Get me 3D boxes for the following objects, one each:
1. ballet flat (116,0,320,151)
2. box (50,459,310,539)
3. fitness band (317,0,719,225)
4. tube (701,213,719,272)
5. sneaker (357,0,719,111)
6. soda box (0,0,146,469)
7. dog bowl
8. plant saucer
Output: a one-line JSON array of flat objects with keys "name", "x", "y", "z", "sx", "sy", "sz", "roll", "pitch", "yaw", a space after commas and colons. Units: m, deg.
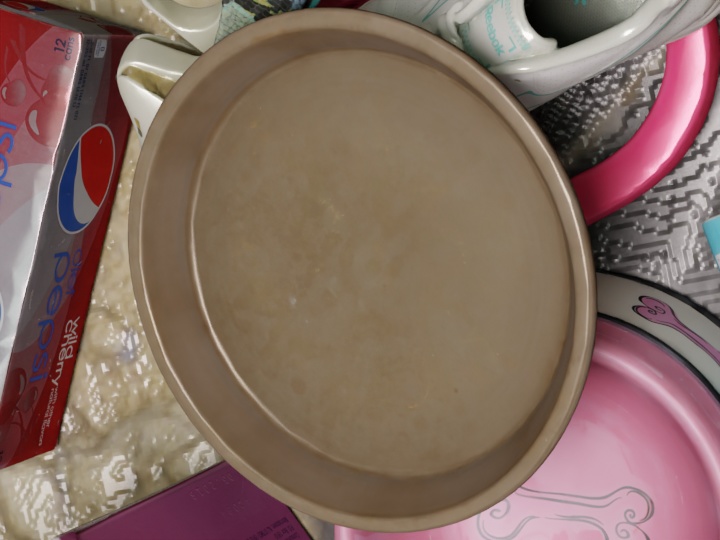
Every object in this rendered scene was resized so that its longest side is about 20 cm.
[{"name": "ballet flat", "x": -0.061, "y": -0.091, "z": 0.773, "sx": 0.074, "sy": 0.074, "sz": 0.200, "roll": 40, "pitch": 131, "yaw": 12}, {"name": "box", "x": -0.125, "y": 0.185, "z": 0.798, "sx": 0.200, "sy": 0.176, "sz": 0.097, "roll": -39, "pitch": 82, "yaw": 19}, {"name": "fitness band", "x": 0.049, "y": -0.076, "z": 0.786, "sx": 0.199, "sy": 0.037, "sz": 0.144, "roll": -26, "pitch": 89, "yaw": 21}, {"name": "tube", "x": 0.187, "y": 0.066, "z": 0.734, "sx": 0.050, "sy": 0.077, "sz": 0.201, "roll": -18, "pitch": 86, "yaw": -3}, {"name": "sneaker", "x": 0.045, "y": -0.088, "z": 0.726, "sx": 0.200, "sy": 0.080, "sz": 0.071, "roll": -26, "pitch": 91, "yaw": 21}, {"name": "soda box", "x": -0.155, "y": -0.016, "z": 0.844, "sx": 0.063, "sy": 0.070, "sz": 0.201, "roll": 18, "pitch": 101, "yaw": 16}, {"name": "dog bowl", "x": 0.078, "y": 0.101, "z": 0.773, "sx": 0.199, "sy": 0.074, "sz": 0.201, "roll": 2, "pitch": 96, "yaw": 19}, {"name": "plant saucer", "x": 0.000, "y": 0.000, "z": 0.720, "sx": 0.199, "sy": 0.029, "sz": 0.201, "roll": 9, "pitch": 109, "yaw": 27}]
